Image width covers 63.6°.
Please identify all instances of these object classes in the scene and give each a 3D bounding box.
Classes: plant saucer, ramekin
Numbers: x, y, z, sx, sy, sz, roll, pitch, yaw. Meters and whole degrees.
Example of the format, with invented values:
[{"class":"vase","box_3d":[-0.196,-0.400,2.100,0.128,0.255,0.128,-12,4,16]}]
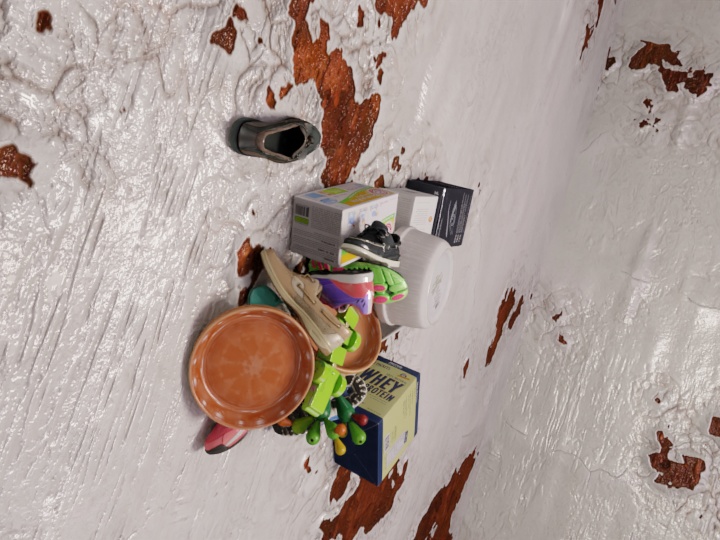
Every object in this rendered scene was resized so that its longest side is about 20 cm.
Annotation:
[{"class":"plant saucer","box_3d":[-0.170,0.151,0.916,0.194,0.032,0.206,-5,106,-16]},{"class":"plant saucer","box_3d":[-0.046,0.103,1.101,0.037,0.202,0.199,-39,175,40]},{"class":"ramekin","box_3d":[0.116,0.019,1.166,0.200,0.103,0.205,-44,141,-51]}]

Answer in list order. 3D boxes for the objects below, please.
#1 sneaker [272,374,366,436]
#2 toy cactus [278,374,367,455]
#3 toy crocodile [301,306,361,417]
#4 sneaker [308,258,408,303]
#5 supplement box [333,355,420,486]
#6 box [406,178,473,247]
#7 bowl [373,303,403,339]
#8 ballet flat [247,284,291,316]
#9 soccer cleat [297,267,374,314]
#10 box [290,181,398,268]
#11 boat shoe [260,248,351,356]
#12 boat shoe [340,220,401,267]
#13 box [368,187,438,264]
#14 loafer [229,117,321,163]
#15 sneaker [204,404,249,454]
[{"class":"sneaker","box_3d":[-0.078,0.277,1.142,0.195,0.080,0.090,-19,154,-8]},{"class":"toy cactus","box_3d":[-0.066,0.232,1.057,0.103,0.196,0.167,113,0,-54]},{"class":"toy crocodile","box_3d":[-0.052,0.148,0.994,0.067,0.061,0.204,37,65,-42]},{"class":"sneaker","box_3d":[0.000,0.000,1.073,0.084,0.195,0.079,-46,148,-52]},{"class":"supplement box","box_3d":[0.041,0.357,1.407,0.199,0.132,0.205,-38,136,-46]},{"class":"box","box_3d":[0.186,-0.140,1.426,0.198,0.102,0.152,-8,113,-59]},{"class":"bowl","box_3d":[0.084,0.091,1.345,0.198,0.092,0.201,-31,172,-5]},{"class":"ballet flat","box_3d":[-0.137,0.107,1.017,0.068,0.069,0.203,-49,144,-35]},{"class":"soccer cleat","box_3d":[-0.054,0.036,0.996,0.067,0.197,0.076,-9,95,-45]},{"class":"box","box_3d":[-0.025,-0.090,1.067,0.199,0.110,0.104,-26,128,-55]},{"class":"boat shoe","box_3d":[-0.091,0.040,0.952,0.064,0.202,0.071,-36,176,-3]},{"class":"boat shoe","box_3d":[0.027,-0.050,0.989,0.198,0.073,0.068,14,93,-62]},{"class":"box","box_3d":[0.090,-0.075,1.297,0.123,0.096,0.206,-11,114,-59]},{"class":"loafer","box_3d":[-0.115,-0.197,0.897,0.198,0.062,0.074,-19,122,-56]},{"class":"sneaker","box_3d":[-0.204,0.212,0.979,0.087,0.073,0.201,46,72,-16]}]
